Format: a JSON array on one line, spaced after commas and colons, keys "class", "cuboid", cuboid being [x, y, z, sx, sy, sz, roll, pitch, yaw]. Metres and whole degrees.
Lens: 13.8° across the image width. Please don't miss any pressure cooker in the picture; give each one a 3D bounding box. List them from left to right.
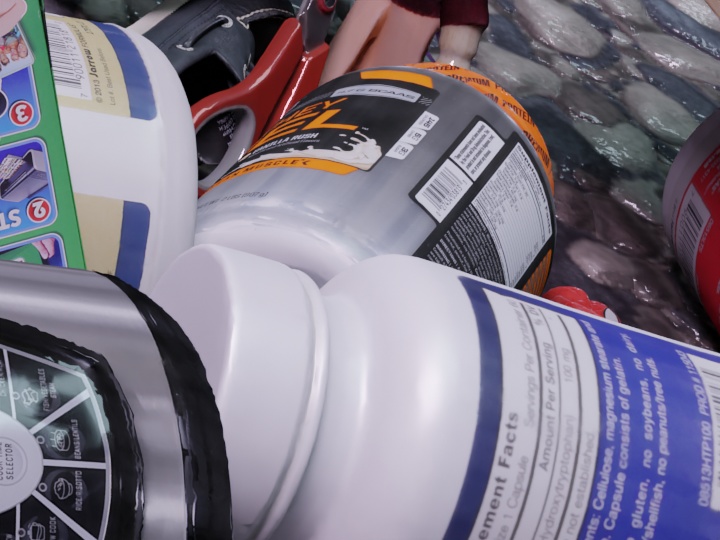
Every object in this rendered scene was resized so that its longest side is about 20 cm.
[{"class": "pressure cooker", "cuboid": [-0.153, 0.079, 0.795, 0.199, 0.180, 0.176, 8, 18, -29]}]

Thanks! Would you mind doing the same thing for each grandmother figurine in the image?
[{"class": "grandmother figurine", "cuboid": [0.021, -0.116, 1.217, 0.060, 0.201, 0.121, 3, 35, -35]}]

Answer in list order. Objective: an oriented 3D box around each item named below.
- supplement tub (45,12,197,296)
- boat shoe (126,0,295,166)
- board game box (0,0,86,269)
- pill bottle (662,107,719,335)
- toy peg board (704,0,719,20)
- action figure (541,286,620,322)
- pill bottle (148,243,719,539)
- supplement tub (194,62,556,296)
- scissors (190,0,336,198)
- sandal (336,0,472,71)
[{"class": "supplement tub", "cuboid": [-0.168, -0.024, 0.976, 0.199, 0.145, 0.145, 9, 33, -28]}, {"class": "boat shoe", "cuboid": [-0.075, -0.068, 1.196, 0.066, 0.075, 0.199, 40, 29, 16]}, {"class": "board game box", "cuboid": [-0.180, -0.001, 0.876, 0.199, 0.136, 0.029, -16, 22, -22]}, {"class": "pill bottle", "cuboid": [0.207, 0.017, 1.236, 0.112, 0.113, 0.200, 10, 32, -25]}, {"class": "toy peg board", "cuboid": [0.194, -0.141, 1.205, 0.200, 0.098, 0.200, 24, 28, -54]}, {"class": "action figure", "cuboid": [0.088, 0.067, 1.112, 0.098, 0.066, 0.200, 21, 29, 6]}, {"class": "pill bottle", "cuboid": [0.030, 0.062, 0.893, 0.199, 0.120, 0.120, 17, 29, -23]}, {"class": "supplement tub", "cuboid": [0.000, 0.000, 1.092, 0.122, 0.123, 0.200, 28, 28, 6]}, {"class": "scissors", "cuboid": [-0.018, -0.095, 1.193, 0.014, 0.201, 0.073, 10, -29, 43]}, {"class": "sandal", "cuboid": [0.029, -0.100, 1.322, 0.203, 0.050, 0.083, 56, -3, 33]}]
